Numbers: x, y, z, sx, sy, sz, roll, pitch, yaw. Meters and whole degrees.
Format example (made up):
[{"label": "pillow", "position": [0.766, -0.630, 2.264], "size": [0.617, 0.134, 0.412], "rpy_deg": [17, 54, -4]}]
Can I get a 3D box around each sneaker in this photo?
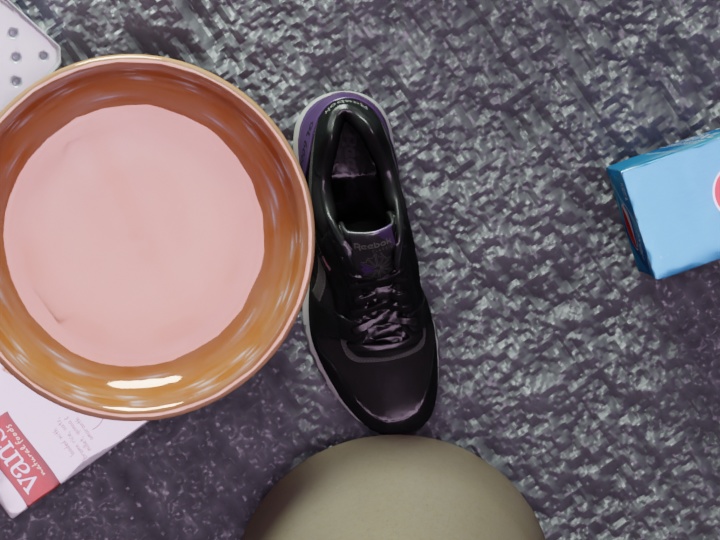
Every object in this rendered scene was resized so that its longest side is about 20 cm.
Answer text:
[{"label": "sneaker", "position": [0.000, 0.000, 1.666], "size": [0.075, 0.088, 0.201], "rpy_deg": [-13, 96, -3]}]

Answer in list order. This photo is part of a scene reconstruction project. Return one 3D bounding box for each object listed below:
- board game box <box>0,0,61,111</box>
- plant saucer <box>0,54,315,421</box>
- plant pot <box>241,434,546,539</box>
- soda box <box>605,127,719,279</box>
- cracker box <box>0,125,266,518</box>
[{"label": "board game box", "position": [-0.305, -0.115, 1.667], "size": [0.200, 0.026, 0.200], "rpy_deg": [42, 91, -6]}, {"label": "plant saucer", "position": [-0.125, -0.018, 1.625], "size": [0.199, 0.037, 0.201], "rpy_deg": [0, 92, -3]}, {"label": "plant pot", "position": [0.022, 0.208, 1.615], "size": [0.186, 0.200, 0.188], "rpy_deg": [0, 103, -2]}, {"label": "soda box", "position": [0.247, -0.059, 1.689], "size": [0.199, 0.064, 0.068], "rpy_deg": [-19, 95, -2]}, {"label": "cracker box", "position": [-0.156, 0.028, 1.673], "size": [0.200, 0.058, 0.134], "rpy_deg": [-36, 96, 0]}]
